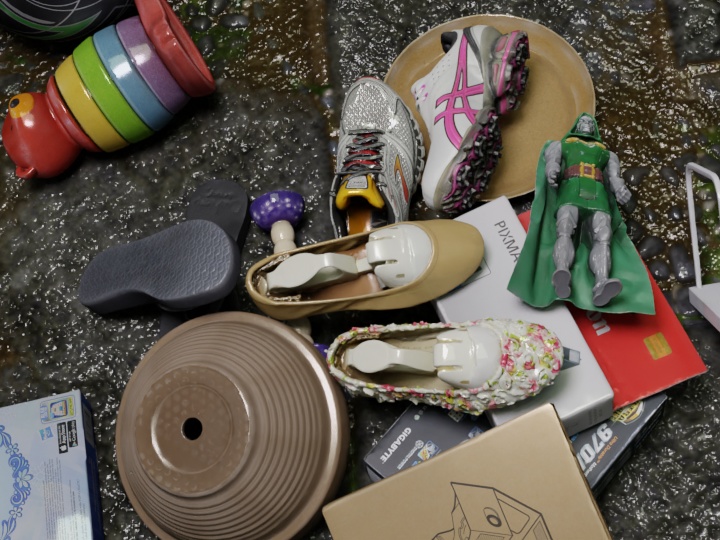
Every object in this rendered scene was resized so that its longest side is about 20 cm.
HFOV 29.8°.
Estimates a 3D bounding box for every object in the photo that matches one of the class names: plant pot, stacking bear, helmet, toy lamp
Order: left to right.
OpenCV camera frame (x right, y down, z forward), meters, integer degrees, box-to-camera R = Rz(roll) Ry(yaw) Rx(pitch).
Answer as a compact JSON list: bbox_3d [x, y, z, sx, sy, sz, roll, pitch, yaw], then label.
[{"bbox_3d":[-0.292,-0.313,1.289,0.189,0.199,0.202,23,62,-26],"label":"helmet"},{"bbox_3d":[-0.245,-0.160,1.255,0.199,0.114,0.122,-32,50,4],"label":"stacking bear"},{"bbox_3d":[-0.114,0.128,1.068,0.198,0.093,0.204,-3,79,15],"label":"plant pot"},{"bbox_3d":[-0.058,0.029,1.161,0.057,0.058,0.202,-14,62,1],"label":"toy lamp"},{"bbox_3d":[0.115,-0.146,1.239,0.197,0.028,0.202,-3,63,6],"label":"plant pot"}]

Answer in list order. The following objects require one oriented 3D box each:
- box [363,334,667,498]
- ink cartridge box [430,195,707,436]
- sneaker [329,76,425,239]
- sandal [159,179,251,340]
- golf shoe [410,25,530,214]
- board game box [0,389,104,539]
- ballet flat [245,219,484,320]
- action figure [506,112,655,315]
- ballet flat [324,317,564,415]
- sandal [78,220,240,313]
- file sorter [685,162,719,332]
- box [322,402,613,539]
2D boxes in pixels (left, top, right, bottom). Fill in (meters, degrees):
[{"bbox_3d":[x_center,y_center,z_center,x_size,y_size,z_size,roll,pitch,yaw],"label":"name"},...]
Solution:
[{"bbox_3d":[0.124,0.134,1.086,0.158,0.046,0.200,36,73,23],"label":"box"},{"bbox_3d":[0.155,0.027,1.086,0.175,0.045,0.201,-24,61,-3],"label":"ink cartridge box"},{"bbox_3d":[0.013,-0.076,1.168,0.077,0.082,0.203,-9,71,16],"label":"sneaker"},{"bbox_3d":[-0.139,0.007,1.190,0.075,0.043,0.202,-3,63,7],"label":"sandal"},{"bbox_3d":[0.084,-0.132,1.186,0.091,0.073,0.201,10,55,20],"label":"golf shoe"},{"bbox_3d":[-0.312,0.216,1.111,0.196,0.043,0.202,-12,63,1],"label":"board game box"},{"bbox_3d":[0.000,0.000,1.080,0.198,0.063,0.069,-15,70,16],"label":"ballet flat"},{"bbox_3d":[0.181,-0.056,1.099,0.117,0.055,0.201,12,47,-5],"label":"action figure"},{"bbox_3d":[0.056,0.072,1.032,0.198,0.064,0.077,-8,74,34],"label":"ballet flat"},{"bbox_3d":[-0.164,0.003,1.154,0.199,0.043,0.077,-4,58,46],"label":"sandal"},{"bbox_3d":[0.363,-0.035,1.060,0.197,0.139,0.126,-9,99,4],"label":"file sorter"},{"bbox_3d":[0.087,0.213,1.009,0.198,0.021,0.165,-26,80,15],"label":"box"}]
